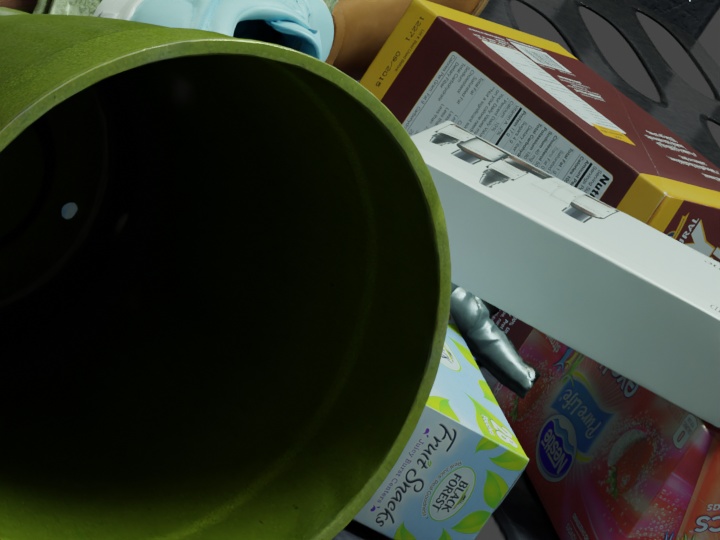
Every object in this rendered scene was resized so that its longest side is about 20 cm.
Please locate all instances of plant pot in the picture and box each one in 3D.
[{"bbox_3d":[-0.103,-0.009,0.882,0.200,0.200,0.193,23,7,-36],"label":"plant pot"}]

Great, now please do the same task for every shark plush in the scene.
[{"bbox_3d":[0.000,0.000,1.271,0.200,0.083,0.091,38,-14,-11],"label":"shark plush"}]

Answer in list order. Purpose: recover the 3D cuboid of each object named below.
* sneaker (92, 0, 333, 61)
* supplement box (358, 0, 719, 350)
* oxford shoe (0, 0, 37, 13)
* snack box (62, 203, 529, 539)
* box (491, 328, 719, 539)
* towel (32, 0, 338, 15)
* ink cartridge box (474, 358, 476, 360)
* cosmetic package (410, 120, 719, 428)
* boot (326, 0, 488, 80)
[{"bbox_3d":[-0.047,-0.098,1.188,0.082,0.074,0.200,15,17,23],"label":"sneaker"},{"bbox_3d":[0.111,-0.039,1.496,0.200,0.133,0.197,41,16,26],"label":"supplement box"},{"bbox_3d":[-0.152,-0.098,1.254,0.200,0.074,0.071,-5,-2,-42],"label":"oxford shoe"},{"bbox_3d":[-0.041,0.027,1.097,0.200,0.068,0.169,29,15,-23],"label":"snack box"},{"bbox_3d":[0.146,0.087,1.239,0.095,0.103,0.200,26,18,-22],"label":"box"},{"bbox_3d":[-0.081,-0.136,1.249,0.036,0.148,0.200,23,-1,35],"label":"towel"},{"bbox_3d":[-0.013,-0.022,1.370,0.200,0.042,0.119,42,17,24],"label":"ink cartridge box"},{"bbox_3d":[0.104,-0.001,1.170,0.200,0.051,0.083,29,22,13],"label":"cosmetic package"},{"bbox_3d":[-0.016,-0.142,1.462,0.074,0.200,0.155,60,11,6],"label":"boot"}]
